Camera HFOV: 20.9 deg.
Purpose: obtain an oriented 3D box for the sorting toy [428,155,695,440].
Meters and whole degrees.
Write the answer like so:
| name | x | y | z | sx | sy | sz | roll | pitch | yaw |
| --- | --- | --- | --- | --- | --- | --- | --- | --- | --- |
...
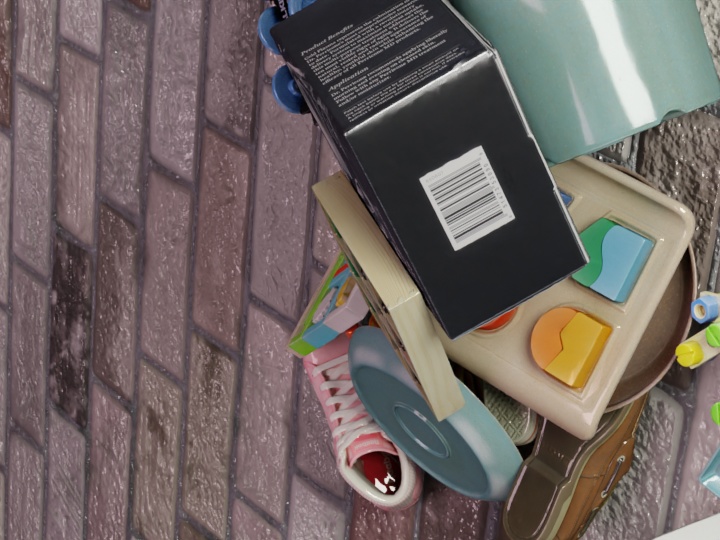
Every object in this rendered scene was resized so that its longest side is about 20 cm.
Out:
| name | x | y | z | sx | sy | sz | roll | pitch | yaw |
| --- | --- | --- | --- | --- | --- | --- | --- | --- | --- |
| sorting toy | 0.145 | 0.006 | 1.521 | 0.185 | 0.036 | 0.200 | 31 | 104 | 34 |

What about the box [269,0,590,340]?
| name | x | y | z | sx | sy | sz | roll | pitch | yaw |
| --- | --- | --- | --- | --- | --- | --- | --- | --- | --- |
| box | 0.049 | -0.093 | 1.424 | 0.200 | 0.124 | 0.197 | 62 | 179 | -33 |

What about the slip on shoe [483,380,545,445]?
| name | x | y | z | sx | sy | sz | roll | pitch | yaw |
| --- | --- | --- | --- | --- | --- | --- | --- | --- | --- |
| slip on shoe | 0.140 | 0.046 | 1.627 | 0.074 | 0.061 | 0.200 | -5 | 84 | 43 |

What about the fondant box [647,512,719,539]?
| name | x | y | z | sx | sy | sz | roll | pitch | yaw |
| --- | --- | --- | --- | --- | --- | --- | --- | --- | --- |
| fondant box | 0.224 | 0.237 | 1.500 | 0.200 | 0.144 | 0.058 | -37 | 72 | 51 |

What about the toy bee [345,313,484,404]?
| name | x | y | z | sx | sy | sz | roll | pitch | yaw |
| --- | --- | --- | --- | --- | --- | --- | --- | --- | --- |
| toy bee | 0.047 | 0.060 | 1.712 | 0.131 | 0.109 | 0.200 | 64 | -174 | -69 |

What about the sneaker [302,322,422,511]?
| name | x | y | z | sx | sy | sz | roll | pitch | yaw |
| --- | --- | --- | --- | --- | --- | --- | --- | --- | --- |
| sneaker | 0.002 | 0.128 | 1.789 | 0.105 | 0.075 | 0.200 | 18 | -132 | -83 |

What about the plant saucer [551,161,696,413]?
| name | x | y | z | sx | sy | sz | roll | pitch | yaw |
| --- | --- | --- | --- | --- | --- | --- | --- | --- | --- |
| plant saucer | 0.182 | 0.015 | 1.537 | 0.200 | 0.037 | 0.201 | -4 | 84 | 36 |

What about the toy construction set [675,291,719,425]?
| name | x | y | z | sx | sy | sz | roll | pitch | yaw |
| --- | --- | --- | --- | --- | --- | --- | --- | --- | --- |
| toy construction set | 0.314 | 0.061 | 1.381 | 0.200 | 0.092 | 0.131 | -25 | 80 | 64 |

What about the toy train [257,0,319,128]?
| name | x | y | z | sx | sy | sz | roll | pitch | yaw |
| --- | --- | --- | --- | --- | --- | --- | --- | --- | --- |
| toy train | -0.029 | -0.224 | 1.722 | 0.087 | 0.114 | 0.200 | -23 | 82 | 57 |

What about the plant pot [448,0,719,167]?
| name | x | y | z | sx | sy | sz | roll | pitch | yaw |
| --- | --- | --- | --- | --- | --- | --- | --- | --- | --- |
| plant pot | 0.162 | -0.189 | 1.427 | 0.200 | 0.200 | 0.196 | -21 | 91 | 54 |

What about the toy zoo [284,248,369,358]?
| name | x | y | z | sx | sy | sz | roll | pitch | yaw |
| --- | --- | --- | --- | --- | --- | --- | --- | --- | --- |
| toy zoo | 0.000 | 0.000 | 1.724 | 0.020 | 0.131 | 0.200 | 32 | 156 | -10 |

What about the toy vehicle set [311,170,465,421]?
| name | x | y | z | sx | sy | sz | roll | pitch | yaw |
| --- | --- | --- | --- | --- | --- | --- | --- | --- | --- |
| toy vehicle set | 0.024 | 0.022 | 1.492 | 0.124 | 0.027 | 0.200 | 58 | 176 | 31 |

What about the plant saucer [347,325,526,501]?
| name | x | y | z | sx | sy | sz | roll | pitch | yaw |
| --- | --- | --- | --- | --- | --- | --- | --- | --- | --- |
| plant saucer | 0.058 | 0.129 | 1.656 | 0.200 | 0.027 | 0.200 | 40 | 161 | 17 |

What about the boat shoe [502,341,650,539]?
| name | x | y | z | sx | sy | sz | roll | pitch | yaw |
| --- | --- | --- | --- | --- | --- | --- | --- | --- | --- |
| boat shoe | 0.187 | 0.138 | 1.586 | 0.072 | 0.068 | 0.200 | 46 | 113 | 44 |

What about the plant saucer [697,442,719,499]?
| name | x | y | z | sx | sy | sz | roll | pitch | yaw |
| --- | --- | --- | --- | --- | --- | --- | --- | --- | --- |
| plant saucer | 0.333 | 0.192 | 1.391 | 0.200 | 0.019 | 0.070 | 40 | 147 | 16 |
